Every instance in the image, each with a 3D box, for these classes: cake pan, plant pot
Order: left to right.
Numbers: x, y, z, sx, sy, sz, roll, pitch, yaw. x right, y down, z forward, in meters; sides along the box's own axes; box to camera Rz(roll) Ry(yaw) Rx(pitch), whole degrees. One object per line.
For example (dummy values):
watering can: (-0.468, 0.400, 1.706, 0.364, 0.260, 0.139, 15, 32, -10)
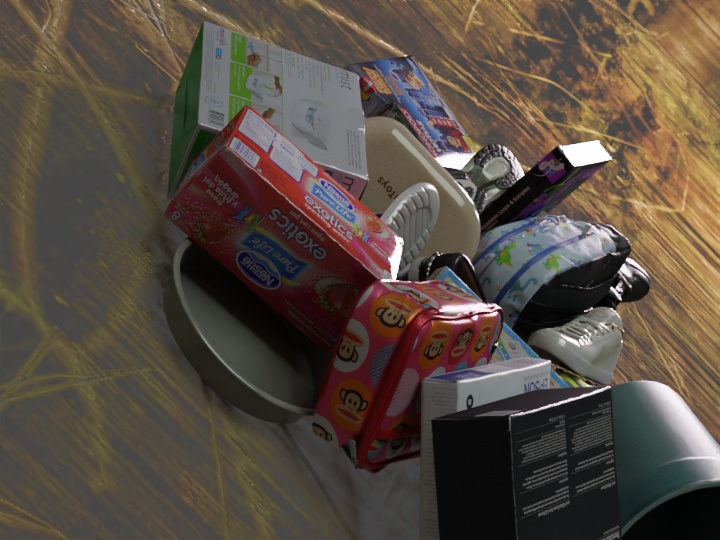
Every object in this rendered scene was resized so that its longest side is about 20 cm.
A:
cake pan: (-0.096, 0.055, 1.398, 0.200, 0.037, 0.201, 37, 26, -22)
plant pot: (0.304, 0.229, 1.624, 0.200, 0.200, 0.197, 31, 22, -31)

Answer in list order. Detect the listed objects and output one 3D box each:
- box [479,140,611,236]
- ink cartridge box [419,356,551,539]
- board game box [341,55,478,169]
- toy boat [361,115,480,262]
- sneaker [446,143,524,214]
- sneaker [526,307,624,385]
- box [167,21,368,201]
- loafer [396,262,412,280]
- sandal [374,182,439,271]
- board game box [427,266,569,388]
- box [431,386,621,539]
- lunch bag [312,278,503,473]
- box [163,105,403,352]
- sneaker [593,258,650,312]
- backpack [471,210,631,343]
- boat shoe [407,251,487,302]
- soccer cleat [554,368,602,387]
box: (0.193, -0.076, 1.864, 0.036, 0.200, 0.143, 54, 26, 10)
ink cartridge box: (0.110, 0.185, 1.390, 0.199, 0.040, 0.202, -6, 100, -60)
board game box: (0.045, -0.185, 1.951, 0.199, 0.062, 0.201, 1, 51, -56)
toy boat: (0.038, -0.066, 1.726, 0.200, 0.130, 0.131, 47, -4, 0)
sneaker: (0.112, -0.077, 1.887, 0.199, 0.089, 0.077, -26, 73, -41)
sneaker: (0.245, 0.073, 1.779, 0.072, 0.085, 0.200, 26, 2, 26)
box: (-0.090, -0.137, 1.560, 0.175, 0.097, 0.201, 17, 34, -17)
loafer: (0.000, 0.000, 1.629, 0.199, 0.063, 0.072, 34, 58, -17)
sandal: (0.010, -0.024, 1.571, 0.050, 0.083, 0.203, 23, 51, 27)
board game box: (0.107, 0.114, 1.537, 0.200, 0.135, 0.034, 44, -16, -8)
box: (0.142, 0.179, 1.318, 0.199, 0.078, 0.142, -5, 89, -58)
lunch bag: (0.038, 0.099, 1.391, 0.082, 0.177, 0.200, 29, 14, 25)
box: (-0.065, -0.038, 1.424, 0.200, 0.095, 0.100, 40, 27, -14)
sneaker: (0.316, 0.033, 2.054, 0.199, 0.076, 0.115, 16, 40, -43)
backpack: (0.201, 0.014, 1.821, 0.154, 0.163, 0.200, 41, 31, 7)
boat shoe: (0.114, 0.072, 1.609, 0.074, 0.060, 0.201, -37, 109, -48)
soccer cleat: (0.244, 0.159, 1.753, 0.084, 0.065, 0.200, 45, 18, 31)
